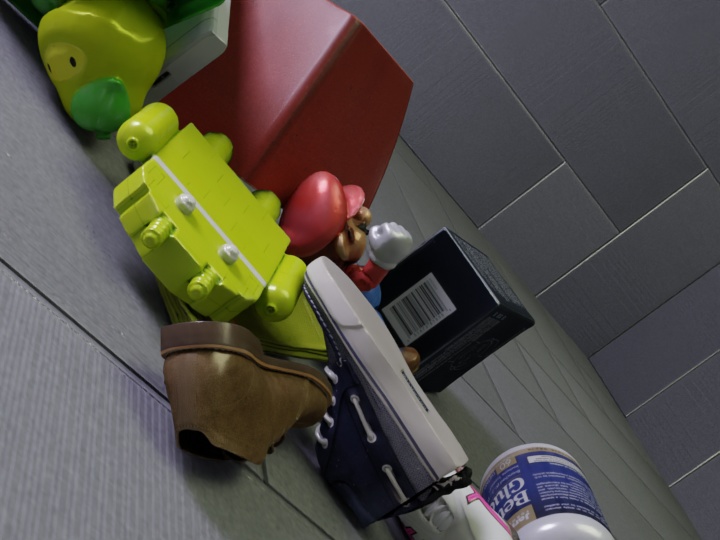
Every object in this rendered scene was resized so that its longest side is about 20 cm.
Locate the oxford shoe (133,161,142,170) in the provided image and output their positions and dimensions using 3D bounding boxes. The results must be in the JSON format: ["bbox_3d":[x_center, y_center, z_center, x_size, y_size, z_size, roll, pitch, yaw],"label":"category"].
[{"bbox_3d":[-0.107,-0.035,0.922,0.200,0.058,0.075,50,8,-19],"label":"oxford shoe"}]

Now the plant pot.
[{"bbox_3d":[-0.070,-0.165,1.037,0.200,0.176,0.200,37,1,32],"label":"plant pot"}]

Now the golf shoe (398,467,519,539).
[{"bbox_3d":[0.057,0.188,0.862,0.092,0.073,0.200,39,6,-29],"label":"golf shoe"}]

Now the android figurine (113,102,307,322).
[{"bbox_3d":[-0.110,-0.038,0.794,0.182,0.041,0.200,51,19,-11],"label":"android figurine"}]

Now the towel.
[{"bbox_3d":[-0.087,0.022,0.836,0.200,0.018,0.086,20,42,-59],"label":"towel"}]

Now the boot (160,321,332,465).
[{"bbox_3d":[-0.072,0.091,0.698,0.200,0.074,0.076,39,46,-66],"label":"boot"}]

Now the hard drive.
[{"bbox_3d":[-0.165,-0.227,0.955,0.027,0.132,0.200,39,34,-35],"label":"hard drive"}]

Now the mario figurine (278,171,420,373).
[{"bbox_3d":[0.000,0.000,0.973,0.106,0.123,0.200,-74,148,-60],"label":"mario figurine"}]

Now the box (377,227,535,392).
[{"bbox_3d":[0.092,0.051,1.226,0.107,0.148,0.200,56,11,18],"label":"box"}]

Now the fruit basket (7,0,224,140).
[{"bbox_3d":[-0.208,-0.215,0.849,0.156,0.216,0.216,44,13,-36],"label":"fruit basket"}]

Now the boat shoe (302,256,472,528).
[{"bbox_3d":[-0.008,0.094,0.806,0.200,0.093,0.075,58,11,11],"label":"boat shoe"}]

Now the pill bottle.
[{"bbox_3d":[0.180,0.257,1.025,0.111,0.111,0.200,49,11,-18],"label":"pill bottle"}]
